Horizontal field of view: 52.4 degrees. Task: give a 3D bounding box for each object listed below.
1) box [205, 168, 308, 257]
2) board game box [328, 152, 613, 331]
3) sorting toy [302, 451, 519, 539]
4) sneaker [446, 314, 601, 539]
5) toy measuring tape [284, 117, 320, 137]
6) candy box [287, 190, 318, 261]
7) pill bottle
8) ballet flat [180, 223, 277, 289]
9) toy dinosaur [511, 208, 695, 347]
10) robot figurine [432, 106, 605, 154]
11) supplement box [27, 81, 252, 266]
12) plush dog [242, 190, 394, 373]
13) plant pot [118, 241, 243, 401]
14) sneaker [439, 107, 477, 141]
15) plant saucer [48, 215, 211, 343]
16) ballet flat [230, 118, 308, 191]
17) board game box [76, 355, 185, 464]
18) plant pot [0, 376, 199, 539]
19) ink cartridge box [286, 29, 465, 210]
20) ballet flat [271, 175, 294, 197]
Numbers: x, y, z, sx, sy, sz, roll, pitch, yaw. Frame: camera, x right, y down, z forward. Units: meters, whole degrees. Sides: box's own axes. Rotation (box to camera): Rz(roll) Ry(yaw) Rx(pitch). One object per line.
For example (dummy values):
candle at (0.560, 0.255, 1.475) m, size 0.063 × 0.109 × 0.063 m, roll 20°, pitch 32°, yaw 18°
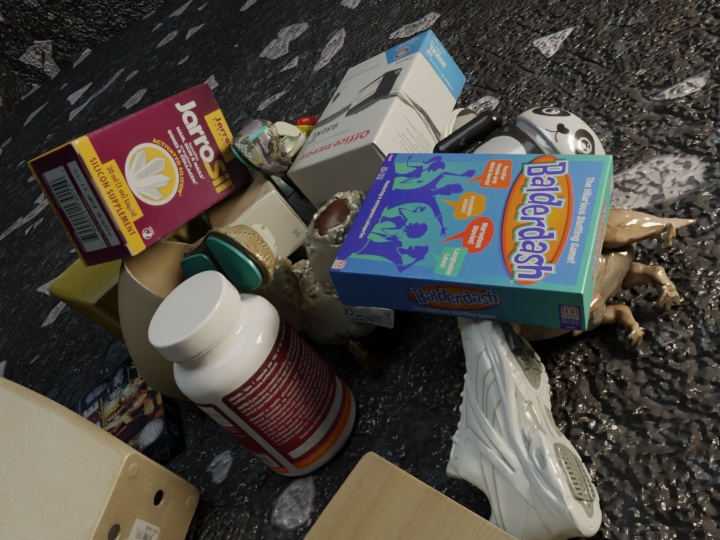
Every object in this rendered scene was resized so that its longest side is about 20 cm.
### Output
box at (-0.141, -0.077, 0.928) m, size 0.095 × 0.078 × 0.200 m, roll -40°, pitch 31°, yaw 0°
board game box at (0.093, -0.032, 0.596) m, size 0.199 × 0.045 × 0.153 m, roll 5°, pitch 48°, yaw 24°
sorting toy at (0.024, 0.258, 0.502) m, size 0.198 × 0.070 × 0.200 m, roll 16°, pitch 62°, yaw 51°
sneaker at (0.099, 0.117, 0.561) m, size 0.099 × 0.078 × 0.201 m, roll -34°, pitch 49°, yaw 25°
toy measuring tape at (-0.068, -0.179, 1.066) m, size 0.073 × 0.074 × 0.200 m, roll -39°, pitch -1°, yaw 0°
candy box at (-0.022, -0.095, 0.960) m, size 0.200 × 0.061 × 0.136 m, roll -47°, pitch 33°, yaw -13°
pill bottle at (-0.099, 0.096, 0.687) m, size 0.112 × 0.200 × 0.113 m, roll -24°, pitch 36°, yaw 20°
ballet flat at (-0.121, -0.020, 0.719) m, size 0.065 × 0.071 × 0.200 m, roll -40°, pitch 19°, yaw -25°
toy dinosaur at (0.187, -0.002, 0.627) m, size 0.200 × 0.086 × 0.135 m, roll -46°, pitch 36°, yaw -6°
robot figurine at (0.145, -0.070, 0.713) m, size 0.200 × 0.151 × 0.125 m, roll -37°, pitch 19°, yaw 4°
supplement box at (-0.239, -0.109, 0.820) m, size 0.103 × 0.132 × 0.200 m, roll -9°, pitch 24°, yaw 40°
plush dog at (0.000, 0.000, 0.777) m, size 0.200 × 0.161 × 0.172 m, roll -36°, pitch 8°, yaw 42°
plant pot at (-0.191, 0.069, 0.847) m, size 0.200 × 0.199 × 0.135 m, roll 49°, pitch 122°, yaw 56°
sneaker at (0.125, -0.120, 0.855) m, size 0.079 × 0.074 × 0.201 m, roll 2°, pitch 44°, yaw 14°
plant saucer at (-0.267, 0.015, 0.967) m, size 0.200 × 0.200 × 0.048 m, roll -43°, pitch 55°, yaw -5°
ballet flat at (-0.092, -0.142, 0.894) m, size 0.072 × 0.072 × 0.200 m, roll -33°, pitch -8°, yaw 8°
board game box at (-0.293, 0.188, 0.914) m, size 0.135 × 0.035 × 0.200 m, roll -38°, pitch 34°, yaw 2°
plant pot at (-0.275, 0.238, 0.694) m, size 0.176 × 0.200 × 0.201 m, roll 5°, pitch 60°, yaw 23°
ink cartridge box at (0.021, -0.171, 0.867) m, size 0.144 × 0.084 × 0.201 m, roll -11°, pitch 43°, yaw 43°
ballet flat at (-0.125, -0.099, 1.060) m, size 0.200 × 0.070 × 0.070 m, roll -39°, pitch 34°, yaw 0°
